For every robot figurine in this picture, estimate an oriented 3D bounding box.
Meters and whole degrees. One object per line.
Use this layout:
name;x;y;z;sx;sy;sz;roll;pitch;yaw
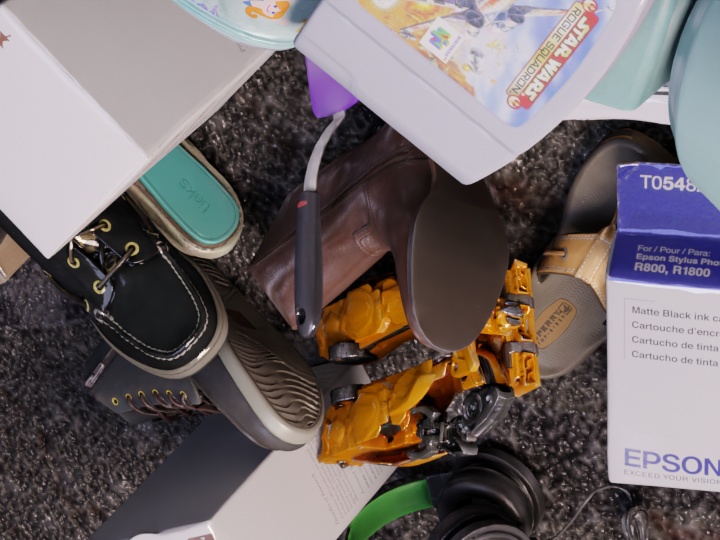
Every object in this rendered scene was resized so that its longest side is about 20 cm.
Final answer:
robot figurine;0.040;0.049;1.466;0.200;0.058;0.145;-24;64;52

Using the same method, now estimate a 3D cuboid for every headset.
headset;0.083;0.175;1.536;0.199;0.124;0.094;-9;118;14

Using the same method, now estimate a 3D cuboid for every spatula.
spatula;-0.024;-0.058;1.423;0.021;0.201;0.056;16;161;-30

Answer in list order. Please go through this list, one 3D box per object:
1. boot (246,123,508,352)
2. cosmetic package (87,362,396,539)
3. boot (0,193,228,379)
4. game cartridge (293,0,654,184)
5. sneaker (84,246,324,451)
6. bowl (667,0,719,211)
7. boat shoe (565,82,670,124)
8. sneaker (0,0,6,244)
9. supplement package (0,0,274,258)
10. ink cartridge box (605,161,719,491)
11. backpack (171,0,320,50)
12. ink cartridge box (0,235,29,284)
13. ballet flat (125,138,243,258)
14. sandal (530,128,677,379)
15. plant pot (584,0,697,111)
boot;0.000;0.000;1.428;0.064;0.187;0.200;27;141;-27
cosmetic package;-0.070;0.144;1.550;0.113;0.200;0.081;-14;112;39
boot;-0.176;-0.026;1.470;0.204;0.073;0.154;45;-179;38
game cartridge;0.066;-0.136;1.175;0.133;0.042;0.200;41;130;4
sneaker;-0.099;0.076;1.544;0.106;0.075;0.200;-57;42;15
bowl;0.226;-0.094;1.216;0.105;0.201;0.201;25;131;31
boat shoe;0.133;-0.123;1.339;0.199;0.072;0.071;4;114;18
sneaker;-0.248;-0.120;1.549;0.060;0.104;0.200;4;122;31
supplement package;-0.138;-0.122;1.412;0.117;0.200;0.117;47;133;-3
ink cartridge box;0.235;0.039;1.363;0.199;0.041;0.200;4;123;14
backpack;-0.048;-0.208;1.297;0.177;0.200;0.151;37;133;4
ink cartridge box;-0.322;-0.073;1.648;0.165;0.075;0.200;-17;109;37
ballet flat;-0.151;-0.086;1.543;0.200;0.067;0.062;54;160;-7
sandal;0.129;0.002;1.426;0.082;0.055;0.200;40;133;3
plant pot;0.125;-0.194;1.219;0.141;0.141;0.200;19;120;21
